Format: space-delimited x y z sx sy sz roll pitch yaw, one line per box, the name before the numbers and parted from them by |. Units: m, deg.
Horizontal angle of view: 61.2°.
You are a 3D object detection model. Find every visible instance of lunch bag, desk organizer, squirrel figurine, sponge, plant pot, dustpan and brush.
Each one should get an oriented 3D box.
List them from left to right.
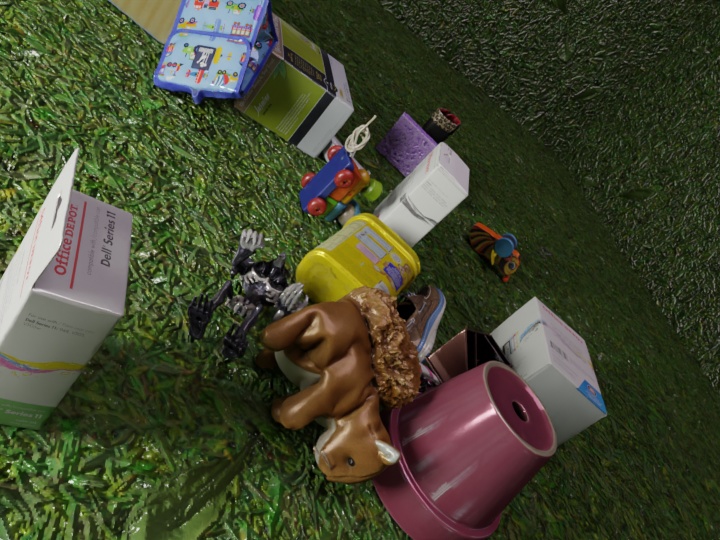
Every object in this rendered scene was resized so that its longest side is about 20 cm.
lunch bag | -0.239 -0.353 1.000 0.148 0.094 0.203 11 64 8
dustpan and brush | -0.033 -0.224 1.223 0.140 0.057 0.201 45 31 -17
squirrel figurine | -0.003 0.129 0.684 0.198 0.142 0.188 -25 78 -26
sponge | 0.142 -0.274 1.485 0.200 0.112 0.030 43 30 -6
plant pot | 0.134 0.216 0.756 0.199 0.179 0.201 33 29 -21
desk organizer | 0.177 0.146 0.963 0.072 0.077 0.199 56 14 20

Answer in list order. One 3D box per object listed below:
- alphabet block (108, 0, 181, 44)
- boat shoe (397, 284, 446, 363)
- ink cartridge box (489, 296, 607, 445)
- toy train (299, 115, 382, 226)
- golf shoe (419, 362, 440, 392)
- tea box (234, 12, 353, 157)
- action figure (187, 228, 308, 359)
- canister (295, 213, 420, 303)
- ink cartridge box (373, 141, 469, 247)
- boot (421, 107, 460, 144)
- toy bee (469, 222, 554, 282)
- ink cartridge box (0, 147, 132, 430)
alphabet block | -0.350 -0.565 1.089 0.195 0.200 0.197 35 29 -18
boat shoe | 0.090 0.072 0.998 0.072 0.072 0.201 39 28 -9
ink cartridge box | 0.320 0.184 1.092 0.147 0.145 0.201 39 28 -13
toy train | -0.004 -0.161 1.043 0.115 0.200 0.085 27 32 -38
golf shoe | 0.035 0.128 0.847 0.198 0.073 0.093 27 33 -33
tea box | -0.134 -0.368 1.201 0.195 0.134 0.202 29 32 -30
action figure | -0.122 0.020 0.743 0.119 0.102 0.200 41 31 -5
canister | 0.000 0.000 0.950 0.148 0.087 0.200 42 29 4
ink cartridge box | 0.110 -0.130 1.155 0.084 0.200 0.146 39 28 -11
boot | 0.211 -0.349 1.637 0.198 0.151 0.074 10 43 -48
toy bee | 0.349 -0.032 1.489 0.130 0.110 0.199 -7 32 -47
ink cartridge box | -0.236 0.019 0.475 0.067 0.200 0.118 23 35 -35
